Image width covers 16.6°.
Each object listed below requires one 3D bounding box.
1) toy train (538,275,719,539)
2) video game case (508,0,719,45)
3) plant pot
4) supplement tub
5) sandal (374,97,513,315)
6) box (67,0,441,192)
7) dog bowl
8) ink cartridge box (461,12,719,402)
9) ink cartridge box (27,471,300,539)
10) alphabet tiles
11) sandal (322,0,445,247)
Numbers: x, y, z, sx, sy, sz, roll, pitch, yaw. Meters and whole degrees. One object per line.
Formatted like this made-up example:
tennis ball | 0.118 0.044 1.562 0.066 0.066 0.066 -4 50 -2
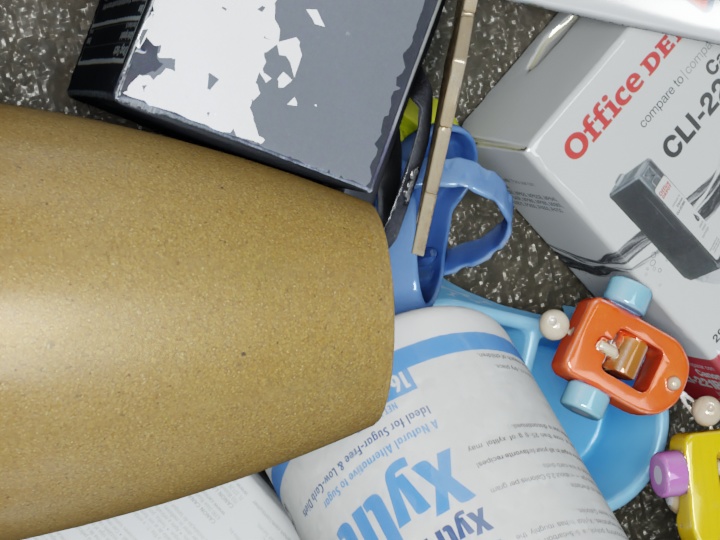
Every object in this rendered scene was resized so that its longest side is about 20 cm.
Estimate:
toy train | 0.124 0.113 1.208 0.149 0.056 0.201 23 80 -15
video game case | 0.135 -0.218 1.173 0.181 0.024 0.202 13 92 9
plant pot | -0.092 0.018 0.998 0.198 0.186 0.188 -2 97 -12
supplement tub | 0.050 0.129 1.091 0.131 0.201 0.132 -22 149 -14
sandal | 0.000 0.000 1.163 0.200 0.087 0.080 -49 137 -17
box | -0.033 -0.147 1.076 0.122 0.200 0.200 21 90 -13
dog bowl | 0.069 0.067 1.240 0.199 0.050 0.112 14 91 -25
ink cartridge box | 0.169 -0.048 1.251 0.200 0.084 0.144 45 78 -20
ink cartridge box | -0.139 0.142 1.172 0.200 0.050 0.162 -39 111 4
alphabet tiles | 0.044 -0.105 1.074 0.007 0.201 0.168 12 128 0
sandal | 0.013 -0.060 1.121 0.043 0.076 0.201 26 65 -13
